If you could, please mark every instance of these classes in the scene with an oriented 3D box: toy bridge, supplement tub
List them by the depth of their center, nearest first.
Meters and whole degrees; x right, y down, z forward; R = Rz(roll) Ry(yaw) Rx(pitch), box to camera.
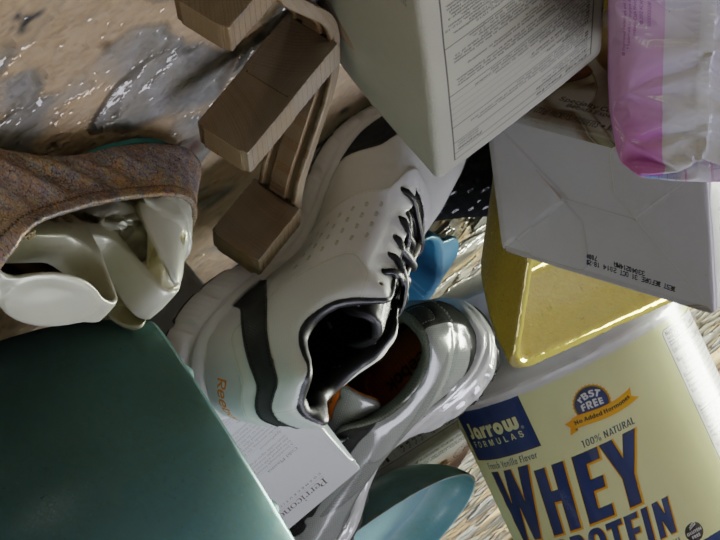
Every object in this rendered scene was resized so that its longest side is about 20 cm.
[{"bbox_3d":[-0.035,-0.072,0.867,0.067,0.027,0.200,-51,163,-21],"label":"toy bridge"},{"bbox_3d":[0.134,0.085,1.248,0.144,0.201,0.145,-26,-177,2],"label":"supplement tub"}]

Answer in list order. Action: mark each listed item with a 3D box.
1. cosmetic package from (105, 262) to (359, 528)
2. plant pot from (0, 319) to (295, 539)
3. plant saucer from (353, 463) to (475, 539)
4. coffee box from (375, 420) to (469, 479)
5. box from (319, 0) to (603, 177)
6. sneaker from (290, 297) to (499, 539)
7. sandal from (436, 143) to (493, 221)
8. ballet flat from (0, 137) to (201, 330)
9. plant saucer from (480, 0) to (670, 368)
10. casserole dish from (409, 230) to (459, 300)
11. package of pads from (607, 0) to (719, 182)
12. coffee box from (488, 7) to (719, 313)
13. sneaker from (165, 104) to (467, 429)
[{"bbox_3d":[-0.116,0.109,1.042,0.200,0.052,0.151,-39,136,-2],"label":"cosmetic package"},{"bbox_3d":[-0.115,0.113,0.866,0.160,0.201,0.201,-33,163,-7],"label":"plant pot"},{"bbox_3d":[-0.018,0.174,1.280,0.200,0.027,0.200,-36,163,-13],"label":"plant saucer"},{"bbox_3d":[-0.030,0.124,1.314,0.199,0.080,0.113,-29,159,-32],"label":"coffee box"},{"bbox_3d":[0.036,-0.121,0.829,0.095,0.078,0.200,-38,163,-9],"label":"box"},{"bbox_3d":[-0.017,0.088,1.155,0.200,0.074,0.079,-49,154,10],"label":"sneaker"},{"bbox_3d":[0.079,-0.062,1.150,0.200,0.048,0.075,1,139,-48],"label":"sandal"},{"bbox_3d":[-0.106,-0.008,0.827,0.068,0.067,0.200,-49,162,22],"label":"ballet flat"},{"bbox_3d":[0.126,-0.072,1.094,0.199,0.048,0.201,-19,123,-49],"label":"plant saucer"},{"bbox_3d":[-0.037,0.035,1.143,0.200,0.039,0.121,-38,163,-10],"label":"casserole dish"},{"bbox_3d":[0.133,-0.123,0.851,0.200,0.075,0.121,-72,166,-66],"label":"package of pads"},{"bbox_3d":[0.161,-0.077,0.995,0.200,0.114,0.080,-41,135,-37],"label":"coffee box"},{"bbox_3d":[0.000,0.000,0.981,0.200,0.080,0.074,-52,135,-30],"label":"sneaker"}]
